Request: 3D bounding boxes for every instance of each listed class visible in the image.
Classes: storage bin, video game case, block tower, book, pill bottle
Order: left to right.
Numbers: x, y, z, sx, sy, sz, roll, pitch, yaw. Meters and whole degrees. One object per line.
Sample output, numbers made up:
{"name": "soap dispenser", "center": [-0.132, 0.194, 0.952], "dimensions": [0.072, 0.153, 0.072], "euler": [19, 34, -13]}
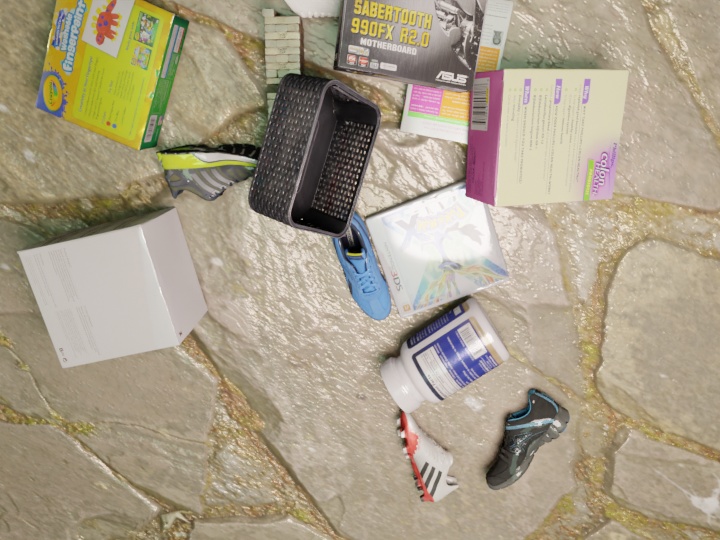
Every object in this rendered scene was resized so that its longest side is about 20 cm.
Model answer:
{"name": "block tower", "center": [-0.112, -0.280, 0.807], "dimensions": [0.056, 0.054, 0.205], "euler": [-1, 107, 2]}
{"name": "storage bin", "center": [-0.065, -0.162, 0.772], "dimensions": [0.093, 0.134, 0.204], "euler": [21, 97, 36]}
{"name": "video game case", "center": [0.129, -0.036, 0.887], "dimensions": [0.196, 0.022, 0.185], "euler": [-20, 105, 7]}
{"name": "pill bottle", "center": [0.137, 0.146, 0.892], "dimensions": [0.198, 0.116, 0.117], "euler": [-34, 103, 12]}
{"name": "book", "center": [0.139, -0.300, 0.798], "dimensions": [0.131, 0.048, 0.204], "euler": [11, 106, 1]}

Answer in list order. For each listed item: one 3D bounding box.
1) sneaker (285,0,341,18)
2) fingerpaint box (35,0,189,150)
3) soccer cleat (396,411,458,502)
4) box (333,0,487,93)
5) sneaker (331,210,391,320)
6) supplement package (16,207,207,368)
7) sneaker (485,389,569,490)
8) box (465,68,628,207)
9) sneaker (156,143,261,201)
{"name": "sneaker", "center": [-0.051, -0.399, 0.769], "dimensions": [0.197, 0.077, 0.082], "euler": [24, 119, -1]}
{"name": "fingerpaint box", "center": [-0.368, -0.309, 0.798], "dimensions": [0.164, 0.074, 0.203], "euler": [21, 106, -5]}
{"name": "soccer cleat", "center": [0.124, 0.334, 0.978], "dimensions": [0.084, 0.069, 0.204], "euler": [-19, 108, -1]}
{"name": "box", "center": [0.069, -0.340, 0.724], "dimensions": [0.196, 0.048, 0.162], "euler": [6, 103, -14]}
{"name": "sneaker", "center": [0.000, 0.000, 0.875], "dimensions": [0.065, 0.079, 0.204], "euler": [-19, 106, 6]}
{"name": "supplement package", "center": [-0.383, 0.022, 0.858], "dimensions": [0.196, 0.147, 0.195], "euler": [-11, 106, 5]}
{"name": "sneaker", "center": [0.284, 0.306, 0.967], "dimensions": [0.081, 0.073, 0.201], "euler": [38, 99, 8]}
{"name": "box", "center": [0.262, -0.193, 0.769], "dimensions": [0.196, 0.097, 0.180], "euler": [-6, 107, -15]}
{"name": "sneaker", "center": [-0.219, -0.154, 0.848], "dimensions": [0.195, 0.074, 0.083], "euler": [3, 116, 8]}
